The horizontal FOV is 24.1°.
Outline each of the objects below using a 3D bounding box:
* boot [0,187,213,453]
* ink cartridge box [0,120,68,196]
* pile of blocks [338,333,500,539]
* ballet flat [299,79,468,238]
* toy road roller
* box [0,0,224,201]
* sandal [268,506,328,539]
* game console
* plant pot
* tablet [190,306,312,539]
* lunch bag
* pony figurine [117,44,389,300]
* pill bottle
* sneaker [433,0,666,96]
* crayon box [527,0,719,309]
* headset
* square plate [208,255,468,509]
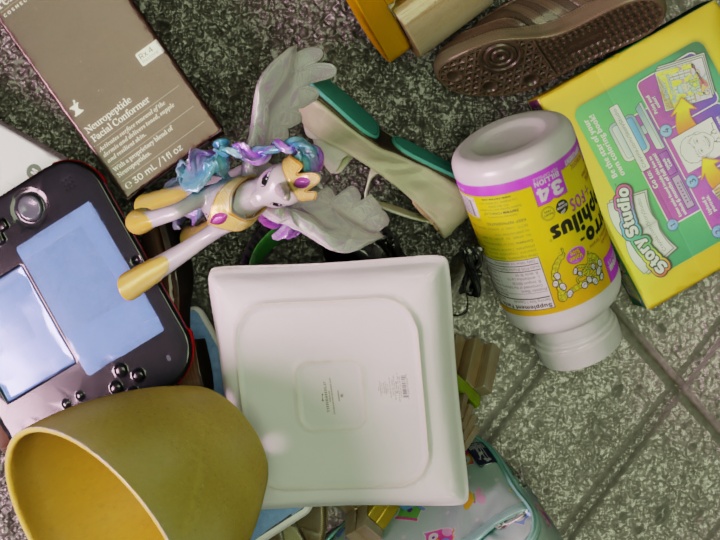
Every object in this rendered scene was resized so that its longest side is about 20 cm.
[{"bbox_3d":[-0.234,0.042,1.395,0.198,0.064,0.188,-13,78,9],"label":"boot"},{"bbox_3d":[-0.372,-0.053,1.385,0.199,0.041,0.201,28,92,-5],"label":"ink cartridge box"},{"bbox_3d":[0.041,0.129,1.375,0.062,0.082,0.201,42,71,-31],"label":"pile of blocks"},{"bbox_3d":[0.007,-0.094,1.400,0.199,0.069,0.070,33,91,-6],"label":"ballet flat"},{"bbox_3d":[0.017,-0.287,1.372,0.122,0.146,0.200,-35,133,-1],"label":"toy road roller"},{"bbox_3d":[-0.206,-0.167,1.374,0.100,0.075,0.201,-36,94,-1],"label":"box"},{"bbox_3d":[-0.048,0.140,1.412,0.080,0.054,0.202,3,89,20],"label":"sandal"},{"bbox_3d":[-0.243,0.031,1.347,0.176,0.031,0.201,-30,89,5],"label":"game console"},{"bbox_3d":[-0.152,0.169,1.290,0.142,0.199,0.201,-36,97,-37],"label":"plant pot"},{"bbox_3d":[-0.140,0.145,1.398,0.130,0.014,0.201,-32,76,2],"label":"tablet"},{"bbox_3d":[0.065,0.235,1.370,0.199,0.161,0.077,-38,123,3],"label":"lunch bag"},{"bbox_3d":[-0.079,-0.062,1.299,0.199,0.193,0.168,-22,101,30],"label":"pony figurine"},{"bbox_3d":[0.152,-0.021,1.379,0.103,0.104,0.201,-23,113,-2],"label":"pill bottle"},{"bbox_3d":[0.155,-0.207,1.406,0.198,0.071,0.076,-16,51,12],"label":"sneaker"},{"bbox_3d":[0.263,-0.097,1.418,0.172,0.058,0.201,-29,95,0],"label":"crayon box"},{"bbox_3d":[0.000,0.000,1.369,0.198,0.094,0.124,6,55,5],"label":"headset"},{"bbox_3d":[-0.020,0.093,1.325,0.196,0.028,0.202,-3,100,15],"label":"square plate"}]
